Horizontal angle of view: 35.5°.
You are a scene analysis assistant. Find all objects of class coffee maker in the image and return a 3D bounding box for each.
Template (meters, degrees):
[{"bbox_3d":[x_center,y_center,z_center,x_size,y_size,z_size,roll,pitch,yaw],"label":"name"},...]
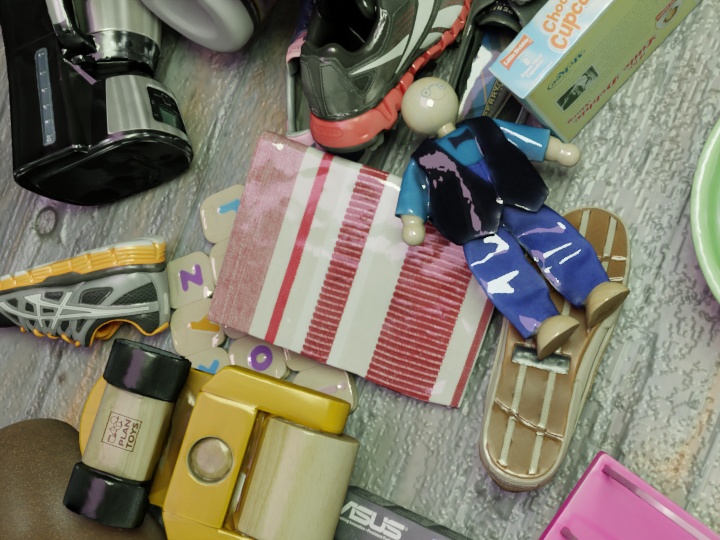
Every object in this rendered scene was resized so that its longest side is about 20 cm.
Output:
[{"bbox_3d":[-0.235,-0.160,0.934,0.191,0.134,0.202,-24,69,43],"label":"coffee maker"}]

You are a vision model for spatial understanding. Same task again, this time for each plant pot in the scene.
[{"bbox_3d":[-0.224,0.216,0.838,0.187,0.187,0.201,-41,53,13],"label":"plant pot"}]

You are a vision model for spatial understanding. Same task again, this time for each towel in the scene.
[{"bbox_3d":[0.000,0.000,0.803,0.198,0.023,0.145,20,100,9],"label":"towel"}]

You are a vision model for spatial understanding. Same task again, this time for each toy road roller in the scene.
[{"bbox_3d":[-0.102,0.127,0.804,0.198,0.146,0.124,17,87,4],"label":"toy road roller"}]

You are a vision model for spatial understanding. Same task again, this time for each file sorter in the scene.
[{"bbox_3d":[0.148,0.232,0.642,0.138,0.125,0.201,35,89,3],"label":"file sorter"}]

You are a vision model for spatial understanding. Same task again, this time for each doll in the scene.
[{"bbox_3d":[0.091,-0.046,0.738,0.136,0.049,0.201,-31,71,-11],"label":"doll"}]

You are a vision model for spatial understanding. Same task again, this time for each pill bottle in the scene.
[{"bbox_3d":[-0.084,-0.278,0.864,0.112,0.113,0.201,25,74,26],"label":"pill bottle"}]

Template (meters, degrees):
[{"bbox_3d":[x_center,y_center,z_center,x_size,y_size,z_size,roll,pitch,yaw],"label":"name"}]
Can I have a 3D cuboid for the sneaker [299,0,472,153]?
[{"bbox_3d":[0.019,-0.180,0.791,0.070,0.098,0.201,12,55,34],"label":"sneaker"}]

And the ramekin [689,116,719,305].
[{"bbox_3d":[0.303,-0.030,0.666,0.198,0.098,0.202,-4,79,24],"label":"ramekin"}]

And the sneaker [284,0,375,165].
[{"bbox_3d":[-0.022,-0.174,0.848,0.070,0.082,0.202,-7,77,27],"label":"sneaker"}]

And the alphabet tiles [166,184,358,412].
[{"bbox_3d":[-0.066,0.024,0.872,0.194,0.015,0.202,-20,73,23],"label":"alphabet tiles"}]

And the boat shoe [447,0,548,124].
[{"bbox_3d":[0.108,-0.174,0.803,0.068,0.057,0.202,16,88,26],"label":"boat shoe"}]

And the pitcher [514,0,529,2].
[{"bbox_3d":[0.143,-0.275,0.702,0.121,0.200,0.172,38,76,24],"label":"pitcher"}]

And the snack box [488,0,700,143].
[{"bbox_3d":[0.178,-0.180,0.739,0.200,0.116,0.037,-48,66,10],"label":"snack box"}]

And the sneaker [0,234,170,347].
[{"bbox_3d":[-0.238,0.028,0.921,0.198,0.078,0.078,-12,96,30],"label":"sneaker"}]

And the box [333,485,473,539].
[{"bbox_3d":[0.045,0.258,0.763,0.199,0.049,0.163,20,86,25],"label":"box"}]

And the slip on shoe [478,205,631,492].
[{"bbox_3d":[0.129,0.053,0.754,0.075,0.061,0.202,14,70,10],"label":"slip on shoe"}]
